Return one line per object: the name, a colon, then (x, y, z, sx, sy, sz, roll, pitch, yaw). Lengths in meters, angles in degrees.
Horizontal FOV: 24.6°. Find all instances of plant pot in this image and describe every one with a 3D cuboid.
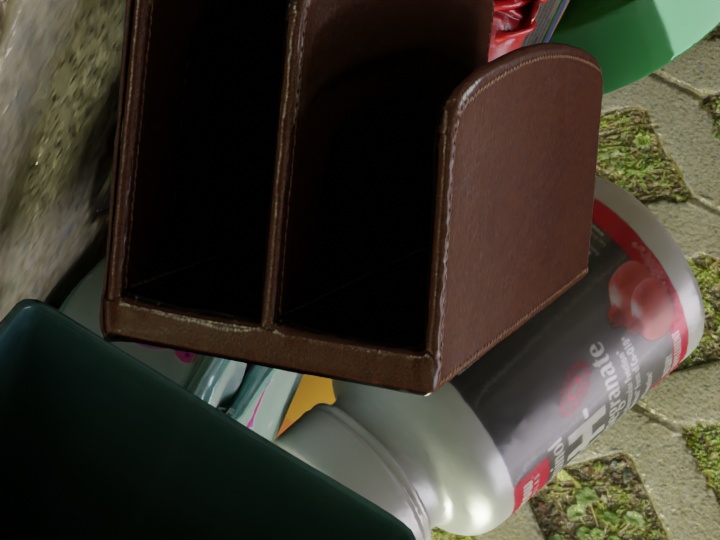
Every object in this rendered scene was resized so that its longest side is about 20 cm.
plant pot: (-0.103, 0.146, 0.517, 0.200, 0.141, 0.142, -58, -179, 45)

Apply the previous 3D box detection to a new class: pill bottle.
pill bottle: (0.057, 0.052, 0.772, 0.200, 0.111, 0.111, -38, 166, -21)

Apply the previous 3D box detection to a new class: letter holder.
letter holder: (0.012, -0.058, 0.522, 0.200, 0.100, 0.144, -25, 122, -69)

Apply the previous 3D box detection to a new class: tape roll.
tape roll: (0.113, -0.172, 0.879, 0.048, 0.199, 0.201, 56, 51, -40)

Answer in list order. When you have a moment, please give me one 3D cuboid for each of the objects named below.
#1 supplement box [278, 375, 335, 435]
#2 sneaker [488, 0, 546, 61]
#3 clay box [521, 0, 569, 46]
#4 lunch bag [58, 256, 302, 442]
supplement box: (0.000, 0.000, 0.844, 0.200, 0.069, 0.066, -48, 148, 3)
sneaker: (0.054, -0.128, 0.619, 0.115, 0.078, 0.202, 21, -66, 55)
clay box: (0.107, -0.197, 0.781, 0.201, 0.047, 0.115, -62, 176, -30)
lunch bag: (-0.069, 0.043, 0.646, 0.161, 0.077, 0.200, -66, 176, 30)
